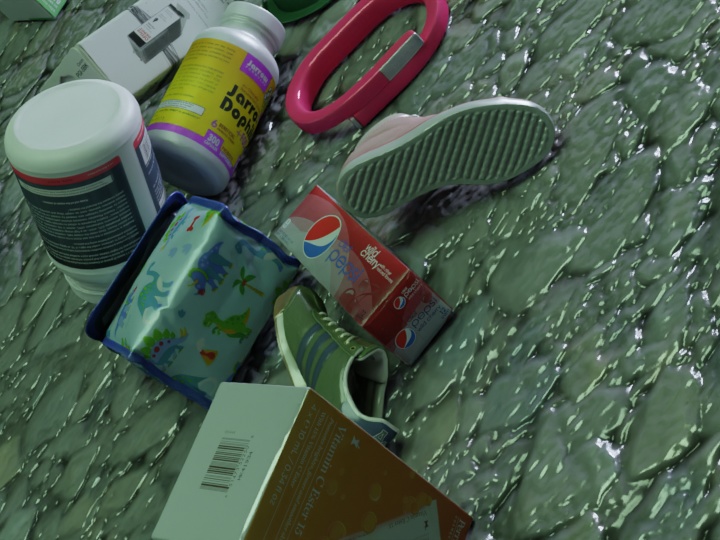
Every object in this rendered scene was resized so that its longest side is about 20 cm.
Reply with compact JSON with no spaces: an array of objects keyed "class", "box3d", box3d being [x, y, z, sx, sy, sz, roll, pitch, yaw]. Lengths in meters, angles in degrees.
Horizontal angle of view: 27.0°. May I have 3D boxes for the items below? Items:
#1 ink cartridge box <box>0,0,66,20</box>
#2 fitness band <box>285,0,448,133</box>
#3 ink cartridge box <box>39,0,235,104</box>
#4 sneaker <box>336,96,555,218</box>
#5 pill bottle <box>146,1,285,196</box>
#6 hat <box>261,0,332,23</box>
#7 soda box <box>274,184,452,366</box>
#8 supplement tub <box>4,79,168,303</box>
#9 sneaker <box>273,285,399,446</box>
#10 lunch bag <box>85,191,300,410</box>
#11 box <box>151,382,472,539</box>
[{"class":"ink cartridge box","box3d":[-0.461,-0.475,2.218,0.145,0.084,0.201,10,65,50]},{"class":"fitness band","box3d":[0.006,-0.219,1.538,0.200,0.037,0.144,-44,33,7]},{"class":"ink cartridge box","box3d":[-0.248,-0.245,1.695,0.200,0.083,0.147,-43,7,-32]},{"class":"sneaker","box3d":[0.076,-0.115,1.332,0.198,0.076,0.105,-19,21,16]},{"class":"pill bottle","box3d":[-0.153,-0.189,1.616,0.104,0.104,0.201,0,59,46]},{"class":"hat","box3d":[-0.107,-0.394,1.690,0.199,0.176,0.167,-26,42,28]},{"class":"soda box","box3d":[0.000,0.000,1.312,0.064,0.070,0.200,-48,36,2]},{"class":"supplement tub","box3d":[-0.269,-0.079,1.530,0.139,0.201,0.141,-7,41,7]},{"class":"sneaker","box3d":[-0.013,0.082,1.259,0.089,0.067,0.201,-32,45,23]},{"class":"lunch bag","box3d":[-0.171,0.021,1.440,0.171,0.127,0.200,-57,23,-7]},{"class":"box","box3d":[-0.029,0.183,1.067,0.097,0.200,0.125,-1,57,45]}]
